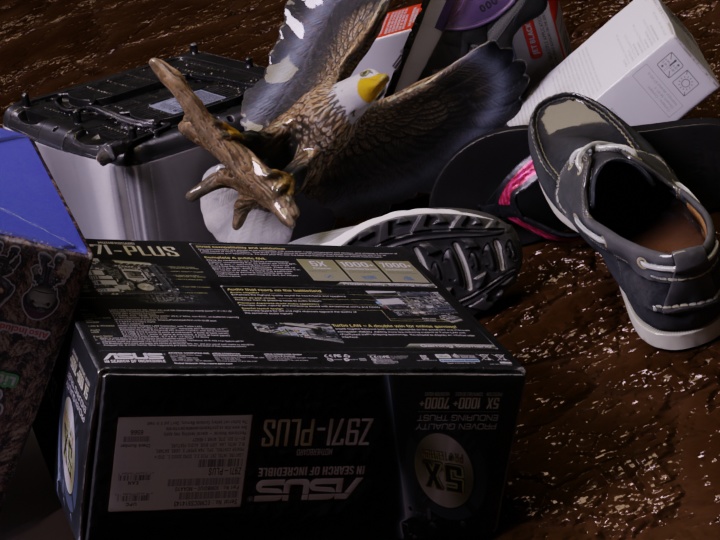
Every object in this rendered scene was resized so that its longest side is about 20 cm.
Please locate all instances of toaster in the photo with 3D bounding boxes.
[{"bbox_3d":[-0.135,-0.070,1.194,0.199,0.119,0.180,-22,26,-35],"label":"toaster"}]

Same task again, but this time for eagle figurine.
[{"bbox_3d":[-0.011,-0.102,1.077,0.150,0.152,0.200,14,40,39],"label":"eagle figurine"}]

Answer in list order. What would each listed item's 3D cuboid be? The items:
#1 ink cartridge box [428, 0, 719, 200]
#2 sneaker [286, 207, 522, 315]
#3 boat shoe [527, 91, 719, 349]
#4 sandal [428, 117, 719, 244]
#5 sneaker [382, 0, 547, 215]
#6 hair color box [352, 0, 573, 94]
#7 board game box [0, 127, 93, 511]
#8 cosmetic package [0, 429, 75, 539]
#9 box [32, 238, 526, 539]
[{"bbox_3d":[0.133,-0.088,1.129,0.200,0.050,0.109,-41,17,17],"label":"ink cartridge box"},{"bbox_3d":[0.000,0.000,1.040,0.199,0.074,0.079,-13,18,17],"label":"sneaker"},{"bbox_3d":[0.144,-0.045,0.953,0.072,0.068,0.200,-24,42,-1],"label":"boat shoe"},{"bbox_3d":[0.132,-0.051,1.045,0.199,0.075,0.045,-8,24,19],"label":"sandal"},{"bbox_3d":[0.062,-0.114,1.161,0.087,0.201,0.076,22,17,-2],"label":"sneaker"},{"bbox_3d":[0.052,-0.130,1.237,0.199,0.111,0.064,-13,23,16],"label":"hair color box"},{"bbox_3d":[-0.215,0.041,0.811,0.096,0.201,0.160,15,18,-26],"label":"board game box"},{"bbox_3d":[-0.164,0.113,0.915,0.101,0.074,0.200,-25,25,-13],"label":"cosmetic package"},{"bbox_3d":[-0.048,0.053,0.822,0.199,0.087,0.164,1,21,-22],"label":"box"}]
